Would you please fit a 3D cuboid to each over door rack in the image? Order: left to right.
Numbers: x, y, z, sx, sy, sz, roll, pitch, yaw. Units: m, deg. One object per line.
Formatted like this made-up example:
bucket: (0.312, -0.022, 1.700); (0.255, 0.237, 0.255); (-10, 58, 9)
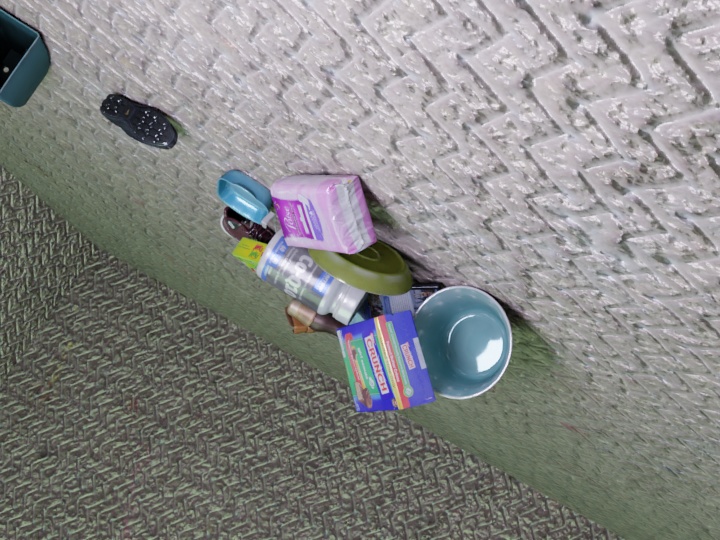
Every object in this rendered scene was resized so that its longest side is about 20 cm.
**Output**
over door rack: (-0.111, -0.053, 1.707); (0.147, 0.067, 0.200); (28, 166, 14)

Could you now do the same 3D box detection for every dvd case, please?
dvd case: (0.069, 0.089, 1.608); (0.199, 0.018, 0.143); (-1, 120, 19)

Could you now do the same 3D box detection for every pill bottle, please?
pill bottle: (-0.084, 0.012, 1.548); (0.200, 0.114, 0.114); (31, 166, 6)

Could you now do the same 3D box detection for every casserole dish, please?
casserole dish: (-0.234, -0.153, 1.687); (0.121, 0.039, 0.200); (32, 167, -4)

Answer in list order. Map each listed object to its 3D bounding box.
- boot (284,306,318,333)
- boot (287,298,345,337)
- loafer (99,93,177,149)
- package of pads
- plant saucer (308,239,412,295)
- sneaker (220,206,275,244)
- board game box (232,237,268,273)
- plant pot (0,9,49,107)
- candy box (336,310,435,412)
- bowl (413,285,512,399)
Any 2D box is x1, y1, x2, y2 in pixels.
boot: (-0.101, 0.089, 1.922); (0.200, 0.155, 0.077); (-118, 23, -56)
boot: (-0.073, 0.101, 1.782); (0.166, 0.073, 0.200); (27, -173, -2)
loafer: (-0.417, -0.281, 1.582); (0.200, 0.068, 0.070); (30, 175, 29)
package of pads: (-0.065, -0.098, 1.365); (0.200, 0.076, 0.121); (10, 120, 54)
plant saucer: (0.006, -0.022, 1.463); (0.199, 0.031, 0.200); (19, -155, -9)
sneaker: (-0.236, -0.080, 1.871); (0.200, 0.076, 0.116); (31, 163, 3)
board game box: (-0.183, -0.011, 1.774); (0.102, 0.048, 0.200); (41, 165, -36)
plant pot: (-0.695, -0.405, 1.601); (0.141, 0.142, 0.200); (32, 173, -3)
candy box: (0.042, 0.171, 1.515); (0.200, 0.077, 0.170); (-24, 80, 63)
bowl: (0.198, 0.133, 1.506); (0.200, 0.201, 0.105); (23, -175, 29)
